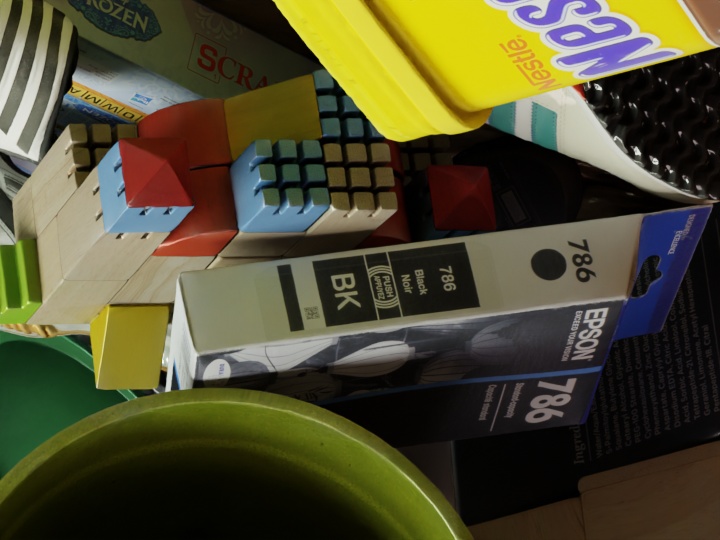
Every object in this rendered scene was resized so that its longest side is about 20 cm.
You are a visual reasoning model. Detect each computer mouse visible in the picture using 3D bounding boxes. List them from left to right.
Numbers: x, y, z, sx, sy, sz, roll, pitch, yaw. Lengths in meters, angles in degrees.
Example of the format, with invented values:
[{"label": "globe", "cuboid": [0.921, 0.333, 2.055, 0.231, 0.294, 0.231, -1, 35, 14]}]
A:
[{"label": "computer mouse", "cuboid": [0.000, 0.000, 1.211, 0.199, 0.034, 0.059, -24, 103, 12]}]

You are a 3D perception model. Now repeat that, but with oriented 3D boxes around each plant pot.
[{"label": "plant pot", "cuboid": [-0.061, 0.166, 1.086, 0.199, 0.201, 0.193, 14, 160, -4]}]

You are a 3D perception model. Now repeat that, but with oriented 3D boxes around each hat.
[{"label": "hat", "cuboid": [-0.175, 0.126, 1.253, 0.200, 0.176, 0.166, 46, 147, 2]}]

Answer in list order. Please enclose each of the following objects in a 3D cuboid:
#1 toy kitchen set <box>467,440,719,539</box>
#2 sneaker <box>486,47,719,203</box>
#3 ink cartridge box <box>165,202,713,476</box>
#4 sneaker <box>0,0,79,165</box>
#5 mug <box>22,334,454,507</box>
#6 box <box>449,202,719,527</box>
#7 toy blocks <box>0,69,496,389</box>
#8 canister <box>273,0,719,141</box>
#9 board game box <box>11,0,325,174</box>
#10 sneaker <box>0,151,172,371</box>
[{"label": "toy kitchen set", "cuboid": [0.143, 0.187, 1.137, 0.199, 0.181, 0.163, -17, 144, 18]}, {"label": "sneaker", "cuboid": [0.058, -0.085, 1.069, 0.199, 0.071, 0.093, 25, 171, -31]}, {"label": "ink cartridge box", "cuboid": [0.030, 0.026, 1.082, 0.199, 0.039, 0.100, -9, 151, -11]}, {"label": "sneaker", "cuboid": [-0.179, -0.060, 1.108, 0.115, 0.076, 0.200, 31, 148, -31]}, {"label": "mug", "cuboid": [-0.065, 0.060, 1.336, 0.199, 0.148, 0.175, 25, 157, -29]}, {"label": "box", "cuboid": [0.156, 0.058, 1.203, 0.199, 0.107, 0.148, -24, 141, 26]}, {"label": "toy blocks", "cuboid": [-0.034, -0.026, 1.077, 0.199, 0.100, 0.137, 0, 161, -24]}, {"label": "canister", "cuboid": [0.075, -0.123, 0.887, 0.199, 0.087, 0.149, -14, 141, 25]}, {"label": "board game box", "cuboid": [-0.131, -0.070, 1.208, 0.199, 0.041, 0.199, 26, 153, -28]}, {"label": "sneaker", "cuboid": [-0.080, -0.006, 1.162, 0.199, 0.088, 0.076, 16, 174, -12]}]
